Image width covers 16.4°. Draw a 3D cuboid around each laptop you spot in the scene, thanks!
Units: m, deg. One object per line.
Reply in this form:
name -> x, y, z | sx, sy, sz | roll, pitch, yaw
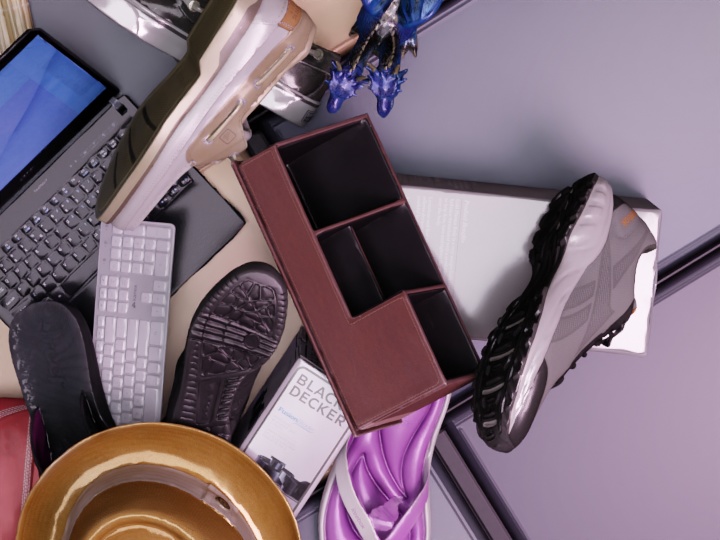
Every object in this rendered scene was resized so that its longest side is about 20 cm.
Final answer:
laptop -> -0.210, -0.039, 1.713 | 0.177, 0.103, 0.200 | -43, 96, 6

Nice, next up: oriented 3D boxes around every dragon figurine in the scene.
dragon figurine -> 0.028, -0.196, 1.692 | 0.059, 0.099, 0.201 | 20, 93, -3

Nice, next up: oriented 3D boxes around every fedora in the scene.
fedora -> -0.131, 0.200, 1.639 | 0.199, 0.082, 0.202 | -1, 101, -3

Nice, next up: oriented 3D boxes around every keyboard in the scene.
keyboard -> -0.159, 0.066, 1.714 | 0.056, 0.011, 0.201 | 6, 94, 26

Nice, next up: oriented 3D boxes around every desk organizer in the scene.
desk organizer -> 0.000, 0.000, 1.655 | 0.077, 0.072, 0.201 | -29, 81, 26

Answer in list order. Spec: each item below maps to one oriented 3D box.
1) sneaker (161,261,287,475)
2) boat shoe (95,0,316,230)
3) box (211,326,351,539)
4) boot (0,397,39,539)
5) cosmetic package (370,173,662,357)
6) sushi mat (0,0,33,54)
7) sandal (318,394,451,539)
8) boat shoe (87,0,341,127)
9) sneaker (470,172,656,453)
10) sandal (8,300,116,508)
sneaker -> -0.098, 0.064, 1.702 | 0.060, 0.104, 0.201 | 18, 115, -8
boat shoe -> -0.104, -0.101, 1.661 | 0.068, 0.075, 0.200 | 27, 113, -23
box -> -0.071, 0.145, 1.732 | 0.060, 0.117, 0.201 | 32, 96, -6
boot -> -0.209, 0.187, 1.763 | 0.143, 0.072, 0.201 | -4, 95, -1
cosmetic package -> 0.104, -0.005, 1.729 | 0.199, 0.090, 0.107 | 7, 98, -4
sushi mat -> -0.286, -0.218, 1.732 | 0.095, 0.012, 0.201 | -12, 98, 2
sandal -> 0.016, 0.149, 1.766 | 0.082, 0.050, 0.204 | 8, 98, -1
boat shoe -> -0.109, -0.174, 1.715 | 0.199, 0.071, 0.064 | 28, 98, -12
sneaker -> 0.136, 0.034, 1.628 | 0.079, 0.074, 0.201 | 34, 67, -15
sandal -> -0.198, 0.119, 1.701 | 0.075, 0.048, 0.201 | -24, 83, 21
